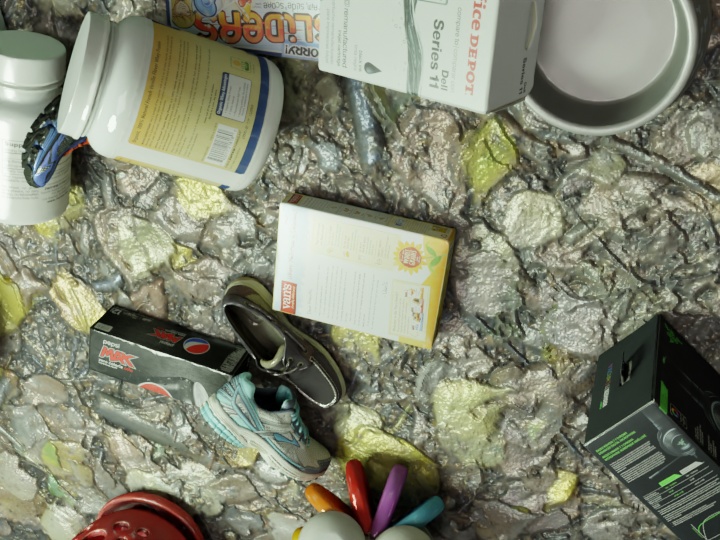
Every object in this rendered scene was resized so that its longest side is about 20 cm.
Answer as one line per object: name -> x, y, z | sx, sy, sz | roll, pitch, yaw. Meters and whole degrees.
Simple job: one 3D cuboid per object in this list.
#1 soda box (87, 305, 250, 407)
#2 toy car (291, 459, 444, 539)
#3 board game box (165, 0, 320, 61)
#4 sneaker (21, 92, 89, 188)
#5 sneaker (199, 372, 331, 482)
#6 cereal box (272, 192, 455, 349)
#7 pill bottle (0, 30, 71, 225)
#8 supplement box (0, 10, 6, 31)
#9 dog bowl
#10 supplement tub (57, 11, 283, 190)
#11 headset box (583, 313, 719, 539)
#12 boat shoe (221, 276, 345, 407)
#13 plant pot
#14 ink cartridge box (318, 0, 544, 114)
soda box -> -0.245, 0.114, 1.241 | 0.199, 0.063, 0.071 | 17, 121, 10
toy car -> 0.019, 0.316, 1.217 | 0.199, 0.175, 0.151 | 10, 80, 6
board game box -> -0.105, -0.293, 0.996 | 0.199, 0.034, 0.136 | 9, 119, 14
sneaker -> -0.291, -0.167, 1.052 | 0.078, 0.200, 0.075 | 42, 164, -28
sneaker -> -0.098, 0.194, 1.203 | 0.200, 0.078, 0.086 | 35, 101, -36
cereal box -> 0.000, 0.000, 1.112 | 0.199, 0.040, 0.144 | 14, 120, 12
pill bottle -> -0.389, -0.164, 1.114 | 0.114, 0.114, 0.201 | 19, 121, 9
supplement box -> -0.521, -0.286, 1.102 | 0.199, 0.101, 0.104 | 1, 116, 18
dog bowl -> 0.225, -0.219, 0.910 | 0.199, 0.059, 0.201 | 8, 119, 14
supplement tub -> -0.193, -0.172, 0.986 | 0.199, 0.145, 0.145 | 14, 126, -25
headset box -> 0.330, 0.166, 1.009 | 0.200, 0.174, 0.093 | 44, 122, -6
boat shoe -> -0.098, 0.098, 1.181 | 0.072, 0.065, 0.200 | -32, 104, 28
plant pot -> -0.319, 0.428, 1.360 | 0.199, 0.183, 0.201 | 8, 119, 15
ink cartridge box -> 0.063, -0.242, 0.902 | 0.199, 0.083, 0.147 | 21, 122, 32
